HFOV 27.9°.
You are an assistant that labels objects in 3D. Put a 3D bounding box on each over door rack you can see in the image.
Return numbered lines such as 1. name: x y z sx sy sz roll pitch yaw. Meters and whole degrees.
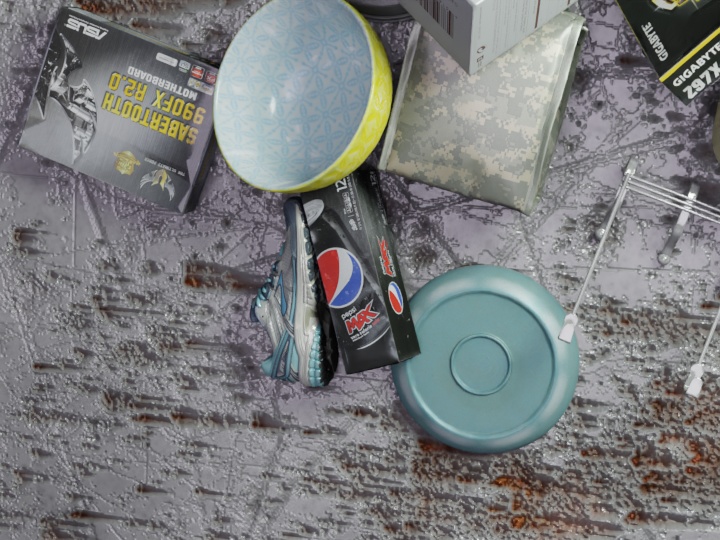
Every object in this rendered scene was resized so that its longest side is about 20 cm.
1. over door rack: 0.293 0.008 1.428 0.147 0.067 0.201 22 81 8

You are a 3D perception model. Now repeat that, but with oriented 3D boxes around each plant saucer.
1. plant saucer: 0.126 0.095 1.505 0.199 0.027 0.201 2 98 12

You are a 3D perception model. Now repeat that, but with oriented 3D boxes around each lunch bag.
1. lunch bag: 0.121 -0.177 1.420 0.163 0.118 0.201 17 106 9

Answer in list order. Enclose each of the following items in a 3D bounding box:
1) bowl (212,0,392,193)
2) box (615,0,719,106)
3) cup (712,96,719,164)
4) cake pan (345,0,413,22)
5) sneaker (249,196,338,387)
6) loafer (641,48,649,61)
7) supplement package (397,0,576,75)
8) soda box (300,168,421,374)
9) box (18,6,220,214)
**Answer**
1. bowl: -0.039 -0.167 1.447 0.199 0.107 0.201 -7 78 33
2. box: 0.316 -0.265 1.322 0.160 0.201 0.049 -40 124 22
3. cup: 0.411 -0.140 1.343 0.200 0.200 0.143 42 132 3
4. cake pan: 0.023 -0.351 1.456 0.199 0.037 0.202 2 99 11
5. sneaker: -0.077 0.024 1.512 0.086 0.078 0.201 -1 98 15
6. loafer: 0.344 -0.273 1.386 0.063 0.072 0.201 35 105 11
7. supplement package: 0.142 -0.298 1.326 0.200 0.117 0.117 -37 68 -13
8. soda box: 0.000 0.000 1.482 0.063 0.071 0.201 -15 88 23
9. box: -0.244 -0.170 1.531 0.199 0.048 0.159 23 102 8
